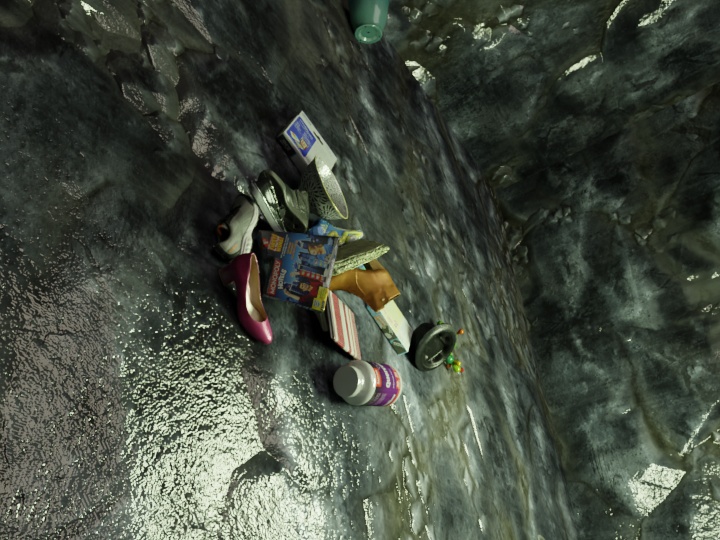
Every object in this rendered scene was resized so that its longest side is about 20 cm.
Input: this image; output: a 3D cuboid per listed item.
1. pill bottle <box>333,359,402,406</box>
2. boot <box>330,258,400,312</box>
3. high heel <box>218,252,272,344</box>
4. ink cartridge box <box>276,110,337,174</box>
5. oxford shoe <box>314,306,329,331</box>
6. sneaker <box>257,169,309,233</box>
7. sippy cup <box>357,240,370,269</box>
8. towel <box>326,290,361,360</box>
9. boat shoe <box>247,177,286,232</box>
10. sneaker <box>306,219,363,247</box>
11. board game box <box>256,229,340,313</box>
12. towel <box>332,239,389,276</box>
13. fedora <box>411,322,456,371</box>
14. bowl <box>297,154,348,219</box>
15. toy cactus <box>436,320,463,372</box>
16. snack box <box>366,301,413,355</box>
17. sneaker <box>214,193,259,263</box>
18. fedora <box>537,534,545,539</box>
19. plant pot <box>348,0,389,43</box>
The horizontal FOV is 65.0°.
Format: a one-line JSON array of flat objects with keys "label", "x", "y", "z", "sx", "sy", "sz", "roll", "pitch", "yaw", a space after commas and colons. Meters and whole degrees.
[{"label": "pill bottle", "x": 0.018, "y": 0.292, "z": 1.460, "sx": 0.199, "sy": 0.112, "sz": 0.113, "roll": 22, "pitch": 49, "yaw": -55}, {"label": "boot", "x": 0.001, "y": 0.055, "z": 1.532, "sx": 0.200, "sy": 0.071, "sz": 0.145, "roll": -25, "pitch": 72, "yaw": -22}, {"label": "high heel", "x": -0.224, "y": 0.061, "z": 1.229, "sx": 0.201, "sy": 0.095, "sz": 0.067, "roll": 64, "pitch": 26, "yaw": -2}, {"label": "ink cartridge box", "x": -0.165, "y": -0.381, "z": 1.778, "sx": 0.198, "sy": 0.047, "sz": 0.201, "roll": 53, "pitch": 27, "yaw": -21}, {"label": "oxford shoe", "x": -0.121, "y": 0.064, "z": 1.469, "sx": 0.075, "sy": 0.057, "sz": 0.202, "roll": -78, "pitch": 153, "yaw": -74}, {"label": "sneaker", "x": -0.203, "y": -0.201, "z": 1.521, "sx": 0.200, "sy": 0.076, "sz": 0.115, "roll": 52, "pitch": 27, "yaw": -31}, {"label": "sippy cup", "x": 0.000, "y": 0.000, "z": 1.673, "sx": 0.177, "sy": 0.139, "sz": 0.131, "roll": -31, "pitch": 110, "yaw": -23}, {"label": "towel", "x": -0.049, "y": 0.149, "z": 1.505, "sx": 0.200, "sy": 0.023, "sz": 0.145, "roll": 51, "pitch": 25, "yaw": -59}, {"label": "boat shoe", "x": -0.214, "y": -0.149, "z": 1.393, "sx": 0.069, "sy": 0.056, "sz": 0.201, "roll": 52, "pitch": -9, "yaw": 33}, {"label": "sneaker", "x": -0.077, "y": -0.112, "z": 1.643, "sx": 0.199, "sy": 0.076, "sz": 0.106, "roll": -23, "pitch": 81, "yaw": -49}, {"label": "board game box", "x": -0.167, "y": -0.012, "z": 1.370, "sx": 0.198, "sy": 0.062, "sz": 0.202, "roll": 17, "pitch": 66, "yaw": -12}, {"label": "towel", "x": -0.035, "y": -0.040, "z": 1.536, "sx": 0.199, "sy": 0.148, "sz": 0.037, "roll": -25, "pitch": 109, "yaw": -27}, {"label": "fedora", "x": 0.231, "y": 0.239, "z": 1.890, "sx": 0.200, "sy": 0.201, "sz": 0.092, "roll": 30, "pitch": 10, "yaw": -49}, {"label": "bowl", "x": -0.122, "y": -0.224, "z": 1.645, "sx": 0.202, "sy": 0.094, "sz": 0.201, "roll": 61, "pitch": 13, "yaw": -25}, {"label": "toy cactus", "x": 0.313, "y": 0.279, "z": 2.058, "sx": 0.164, "sy": 0.102, "sz": 0.202, "roll": 1, "pitch": 75, "yaw": -51}, {"label": "snack box", "x": 0.096, "y": 0.157, "z": 1.804, "sx": 0.201, "sy": 0.037, "sz": 0.116, "roll": 56, "pitch": 27, "yaw": -17}, {"label": "sneaker", "x": -0.285, "y": -0.106, "z": 1.290, "sx": 0.079, "sy": 0.074, "sz": 0.201, "roll": 36, "pitch": 38, "yaw": -35}, {"label": "fedora", "x": 0.609, "y": 1.017, "z": 1.957, "sx": 0.200, "sy": 0.090, "sz": 0.178, "roll": 33, "pitch": 42, "yaw": -57}, {"label": "plant pot", "x": 0.038, "y": -1.208, "z": 2.713, "sx": 0.200, "sy": 0.199, "sz": 0.190, "roll": 23, "pitch": 64, "yaw": -54}]
